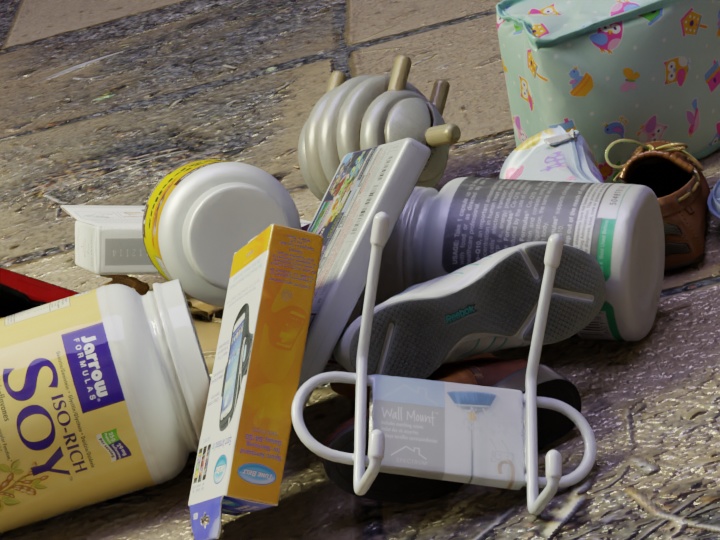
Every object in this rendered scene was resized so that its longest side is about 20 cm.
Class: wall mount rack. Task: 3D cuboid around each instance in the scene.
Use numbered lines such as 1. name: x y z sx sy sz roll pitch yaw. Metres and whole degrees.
1. wall mount rack: 0.061 0.062 1.445 0.199 0.075 0.175 7 59 -10

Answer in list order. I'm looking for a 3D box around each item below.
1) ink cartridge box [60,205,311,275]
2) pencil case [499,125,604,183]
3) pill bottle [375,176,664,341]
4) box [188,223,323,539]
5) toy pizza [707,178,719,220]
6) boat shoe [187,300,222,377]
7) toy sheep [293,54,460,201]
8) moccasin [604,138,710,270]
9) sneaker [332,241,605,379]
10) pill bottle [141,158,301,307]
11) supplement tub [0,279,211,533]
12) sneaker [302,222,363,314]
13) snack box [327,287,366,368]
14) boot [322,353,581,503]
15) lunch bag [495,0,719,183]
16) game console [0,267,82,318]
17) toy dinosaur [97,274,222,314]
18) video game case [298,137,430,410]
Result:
1. ink cartridge box: -0.146 -0.026 1.970 0.199 0.045 0.176 0 6 -17
2. pencil case: 0.163 -0.047 1.815 0.091 0.083 0.200 -56 14 15
3. pill bottle: 0.112 -0.010 1.670 0.199 0.114 0.113 4 25 21
4. box: -0.071 0.079 1.501 0.041 0.201 0.119 11 -11 -14
5. toy pizza: 0.370 -0.063 1.788 0.199 0.032 0.200 -13 18 4
6. boat shoe: -0.158 0.052 1.765 0.199 0.067 0.074 -4 22 28
7. toy sheep: 0.017 -0.115 2.054 0.138 0.139 0.200 -29 11 -36
8. moccasin: 0.236 -0.067 1.830 0.073 0.078 0.202 -11 19 16
9. sneaker: 0.071 0.026 1.563 0.199 0.071 0.080 -15 7 -19
10. pill bottle: -0.106 -0.030 1.765 0.109 0.110 0.200 -18 7 -10
11. supplement tub: -0.204 0.094 1.610 0.199 0.146 0.145 -18 19 -3
12. sneaker: 0.000 0.000 1.829 0.199 0.075 0.090 -5 16 30
13. snack box: -0.037 0.024 1.751 0.024 0.072 0.200 11 3 -16
14. boot: 0.026 0.087 1.576 0.187 0.069 0.200 -23 20 -20
15. lunch bag: 0.230 -0.168 1.976 0.199 0.171 0.122 -20 27 -13
16. game console: -0.289 0.068 1.693 0.200 0.031 0.177 -34 -34 23
17. toy dinosaur: -0.162 0.042 1.894 0.199 0.061 0.106 -26 43 -11
18. video game case: -0.024 0.005 1.611 0.201 0.023 0.182 -64 12 -7
